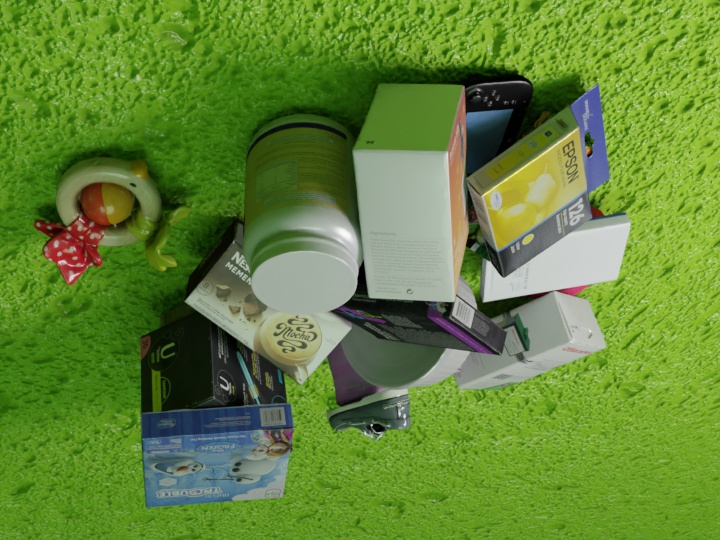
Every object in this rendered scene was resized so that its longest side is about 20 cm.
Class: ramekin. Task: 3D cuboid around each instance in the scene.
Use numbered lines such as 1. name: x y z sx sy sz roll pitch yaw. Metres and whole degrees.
1. ramekin: 0.073 0.068 1.489 0.201 0.205 0.094 -29 152 26

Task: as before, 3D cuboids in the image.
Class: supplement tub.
1. supplement tub: -0.066 -0.066 1.259 0.143 0.202 0.146 -1 144 -1

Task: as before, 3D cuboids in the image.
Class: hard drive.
1. hard drive: 0.267 -0.017 1.488 0.197 0.026 0.133 -10 144 -3

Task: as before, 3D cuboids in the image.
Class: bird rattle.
1. bird rattle: -0.313 -0.074 1.329 0.196 0.114 0.165 2 133 8

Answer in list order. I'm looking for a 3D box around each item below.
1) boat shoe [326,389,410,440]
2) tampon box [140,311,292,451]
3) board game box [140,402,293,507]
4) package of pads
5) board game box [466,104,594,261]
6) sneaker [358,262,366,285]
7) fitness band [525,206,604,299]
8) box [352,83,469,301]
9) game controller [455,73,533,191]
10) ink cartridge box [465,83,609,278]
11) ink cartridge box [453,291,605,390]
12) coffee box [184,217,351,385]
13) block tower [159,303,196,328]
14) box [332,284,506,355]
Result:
1. boat shoe: 0.012 0.219 1.565 0.072 0.063 0.199 -11 168 -33
2. tampon box: -0.205 0.177 1.514 0.125 0.152 0.200 -23 141 18
3. board game box: -0.196 0.254 1.455 0.196 0.044 0.200 -3 143 -11
4. package of pads: 0.043 0.119 1.599 0.197 0.122 0.076 -19 167 13
5. board game box: 0.199 -0.107 1.362 0.200 0.024 0.104 -48 136 15
6. sneaker: 0.000 0.000 1.422 0.098 0.079 0.199 18 169 -32
7. fitness band: 0.281 -0.022 1.538 0.141 0.038 0.201 -4 144 -10
8. box: 0.064 -0.090 1.232 0.105 0.153 0.202 3 128 12
9. game controller: 0.143 -0.163 1.315 0.103 0.043 0.201 0 143 -11
10. ink cartridge box: 0.234 -0.103 1.325 0.199 0.047 0.198 -33 145 -3
11. ink cartridge box: 0.251 0.110 1.623 0.198 0.086 0.145 -26 160 27
12. coffee box: -0.121 0.042 1.420 0.199 0.080 0.113 38 107 -17
13. block tower: -0.196 0.058 1.530 0.198 0.055 0.058 -25 140 22
14. box: 0.066 0.059 1.345 0.198 0.037 0.143 4 161 36
